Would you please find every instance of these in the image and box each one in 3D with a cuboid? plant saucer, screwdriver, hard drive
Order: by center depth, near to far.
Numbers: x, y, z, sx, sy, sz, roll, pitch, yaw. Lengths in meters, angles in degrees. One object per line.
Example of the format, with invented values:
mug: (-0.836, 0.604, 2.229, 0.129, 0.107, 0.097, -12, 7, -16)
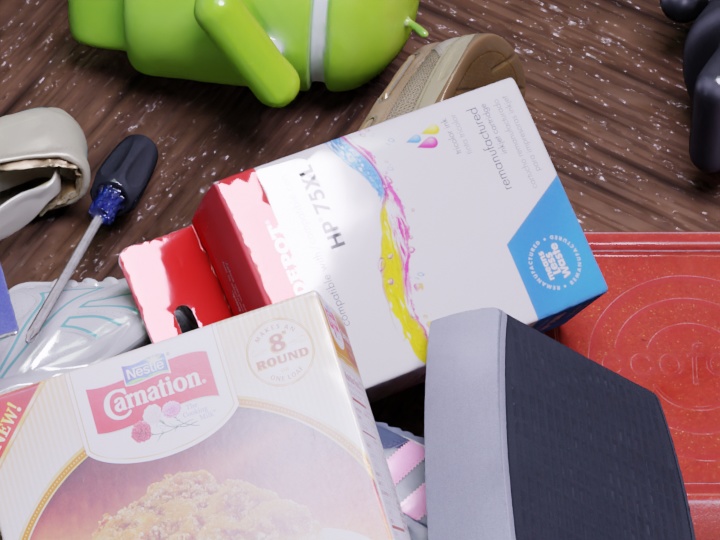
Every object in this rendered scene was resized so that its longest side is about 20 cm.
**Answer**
hard drive: (0.089, 0.112, 0.834, 0.135, 0.042, 0.200, 28, 40, -28)
screwdriver: (-0.133, -0.019, 0.982, 0.029, 0.028, 0.200, -35, 18, 21)
plant saucer: (0.166, 0.053, 0.983, 0.199, 0.037, 0.200, 0, 53, -2)

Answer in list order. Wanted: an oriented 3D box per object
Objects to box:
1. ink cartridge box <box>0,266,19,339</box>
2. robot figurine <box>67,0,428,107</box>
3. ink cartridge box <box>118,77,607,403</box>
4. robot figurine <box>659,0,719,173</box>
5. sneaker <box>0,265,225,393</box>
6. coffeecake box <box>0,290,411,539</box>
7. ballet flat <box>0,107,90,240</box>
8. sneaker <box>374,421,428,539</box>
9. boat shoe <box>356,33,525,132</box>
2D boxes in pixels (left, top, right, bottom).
ink cartridge box: (-0.276, -0.016, 0.910, 0.199, 0.047, 0.198, -19, 43, -8)
robot figurine: (-0.058, -0.159, 1.078, 0.199, 0.116, 0.176, 6, 42, 2)
ink cartridge box: (0.000, 0.000, 0.926, 0.200, 0.067, 0.116, -21, 81, -18)
robot figurine: (0.253, -0.129, 1.062, 0.150, 0.125, 0.200, 48, 61, -9)
sneaker: (-0.133, 0.030, 0.968, 0.200, 0.071, 0.080, -27, 57, -20)
coffeecake box: (-0.055, 0.129, 0.804, 0.153, 0.073, 0.201, -19, 77, 4)
ballet flat: (-0.231, -0.031, 1.009, 0.200, 0.070, 0.070, -21, 57, -16)
sneaker: (0.024, 0.120, 0.867, 0.199, 0.070, 0.082, 15, 29, -13)
boat shoe: (0.016, -0.040, 1.033, 0.064, 0.071, 0.200, 6, 54, 47)
